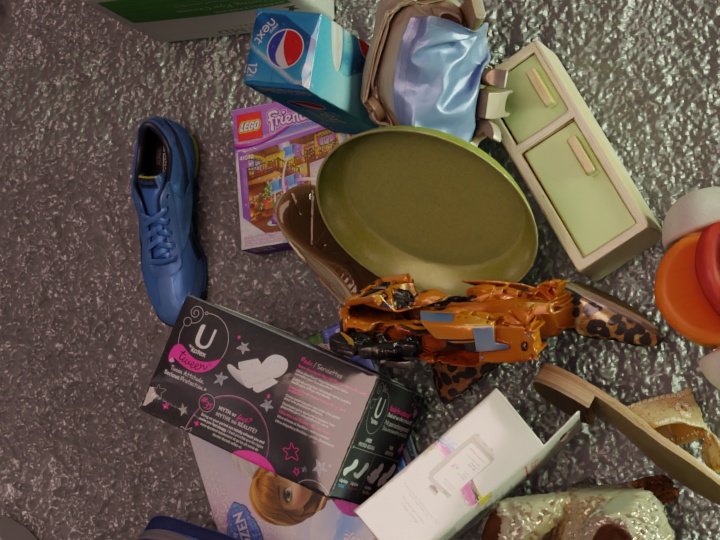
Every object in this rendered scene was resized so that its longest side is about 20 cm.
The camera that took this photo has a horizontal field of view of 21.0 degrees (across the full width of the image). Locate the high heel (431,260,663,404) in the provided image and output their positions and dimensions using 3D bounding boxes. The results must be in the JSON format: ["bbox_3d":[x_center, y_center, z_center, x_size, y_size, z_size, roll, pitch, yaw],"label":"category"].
[{"bbox_3d":[0.160,0.076,1.706,0.199,0.071,0.143,21,96,27],"label":"high heel"}]

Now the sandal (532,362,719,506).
[{"bbox_3d":[0.254,0.121,1.654,0.211,0.078,0.070,31,75,13],"label":"sandal"}]

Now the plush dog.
[{"bbox_3d":[0.215,0.271,1.635,0.200,0.160,0.173,-3,96,50],"label":"plush dog"}]

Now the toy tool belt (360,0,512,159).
[{"bbox_3d":[0.068,-0.145,1.674,0.123,0.124,0.201,19,111,58],"label":"toy tool belt"}]

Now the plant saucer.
[{"bbox_3d":[0.060,-0.055,1.664,0.199,0.201,0.031,6,47,23],"label":"plant saucer"}]

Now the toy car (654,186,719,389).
[{"bbox_3d":[0.336,-0.002,1.597,0.199,0.150,0.176,-21,75,18],"label":"toy car"}]

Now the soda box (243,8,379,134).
[{"bbox_3d":[-0.027,-0.169,1.698,0.064,0.200,0.068,8,85,23],"label":"soda box"}]

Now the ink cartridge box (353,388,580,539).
[{"bbox_3d":[0.095,0.171,1.666,0.200,0.117,0.068,-39,77,-4],"label":"ink cartridge box"}]

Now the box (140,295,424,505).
[{"bbox_3d":[-0.066,0.115,1.709,0.199,0.132,0.115,23,88,23],"label":"box"}]

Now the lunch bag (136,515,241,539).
[{"bbox_3d":[-0.154,0.328,1.742,0.135,0.132,0.201,17,129,23],"label":"lunch bag"}]

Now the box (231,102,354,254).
[{"bbox_3d":[-0.020,-0.097,1.815,0.199,0.039,0.138,-8,80,21],"label":"box"}]

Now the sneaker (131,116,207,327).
[{"bbox_3d":[-0.192,-0.047,1.859,0.066,0.078,0.201,-6,82,19],"label":"sneaker"}]

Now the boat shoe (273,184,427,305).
[{"bbox_3d":[0.000,0.000,1.764,0.200,0.065,0.072,42,80,-8],"label":"boat shoe"}]

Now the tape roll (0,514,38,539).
[{"bbox_3d":[-0.390,0.334,1.890,0.201,0.071,0.204,-4,81,22],"label":"tape roll"}]

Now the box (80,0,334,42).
[{"bbox_3d":[-0.144,-0.337,1.827,0.198,0.171,0.201,-4,82,22],"label":"box"}]

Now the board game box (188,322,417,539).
[{"bbox_3d":[-0.051,0.171,1.789,0.199,0.041,0.201,-24,75,17],"label":"board game box"}]

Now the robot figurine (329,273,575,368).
[{"bbox_3d":[0.073,0.040,1.648,0.199,0.145,0.059,2,106,25],"label":"robot figurine"}]

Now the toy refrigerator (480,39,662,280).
[{"bbox_3d":[0.181,-0.098,1.717,0.076,0.070,0.201,-33,71,15],"label":"toy refrigerator"}]
